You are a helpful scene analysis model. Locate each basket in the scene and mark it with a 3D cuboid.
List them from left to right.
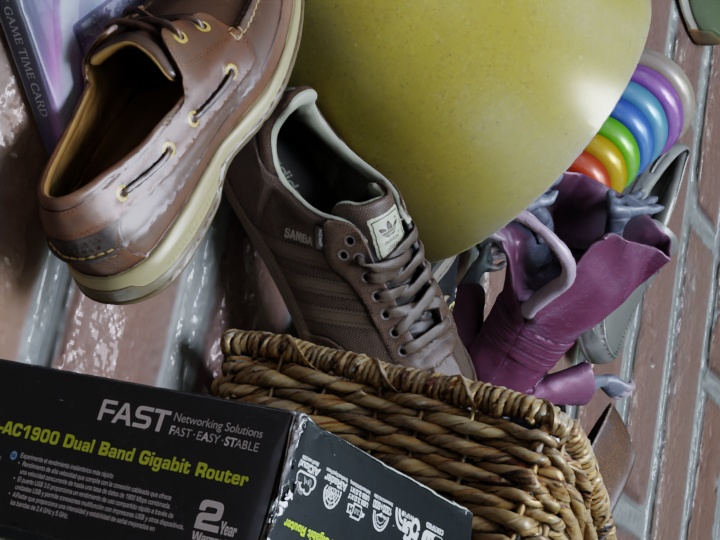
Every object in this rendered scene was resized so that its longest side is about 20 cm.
[{"bbox_3d":[0.026,0.124,0.815,0.142,0.198,0.151,21,80,-59],"label":"basket"}]

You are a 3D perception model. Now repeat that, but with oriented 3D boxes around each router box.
[{"bbox_3d":[-0.075,0.089,0.643,0.150,0.198,0.063,38,63,-54],"label":"router box"}]

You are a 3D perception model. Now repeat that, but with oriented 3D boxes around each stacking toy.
[{"bbox_3d":[0.175,-0.085,1.220,0.200,0.085,0.086,-48,131,-44],"label":"stacking toy"}]

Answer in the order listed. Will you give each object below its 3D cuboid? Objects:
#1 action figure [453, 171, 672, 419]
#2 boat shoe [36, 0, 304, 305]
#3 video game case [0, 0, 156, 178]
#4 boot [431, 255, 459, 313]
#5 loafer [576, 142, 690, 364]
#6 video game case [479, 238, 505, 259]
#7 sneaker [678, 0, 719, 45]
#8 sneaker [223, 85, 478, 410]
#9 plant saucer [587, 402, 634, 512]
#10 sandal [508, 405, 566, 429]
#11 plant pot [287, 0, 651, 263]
[{"bbox_3d":[0.113,0.037,1.037,0.149,0.133,0.201,-40,158,-58],"label":"action figure"},{"bbox_3d":[-0.082,-0.084,0.724,0.068,0.071,0.201,57,46,-48],"label":"boat shoe"},{"bbox_3d":[-0.115,-0.136,0.753,0.143,0.019,0.202,-50,134,-48],"label":"video game case"},{"bbox_3d":[0.026,0.062,0.959,0.201,0.072,0.152,-74,157,-49],"label":"boot"},{"bbox_3d":[0.211,-0.020,1.288,0.070,0.069,0.202,49,50,-50],"label":"loafer"},{"bbox_3d":[0.083,-0.139,1.104,0.200,0.023,0.184,55,45,-46],"label":"video game case"},{"bbox_3d":[0.323,-0.282,1.461,0.067,0.089,0.201,-65,143,-38],"label":"sneaker"},{"bbox_3d":[0.000,0.000,0.820,0.070,0.076,0.201,-36,88,-32],"label":"sneaker"},{"bbox_3d":[0.126,0.181,1.072,0.201,0.034,0.200,-59,172,-14],"label":"plant saucer"},{"bbox_3d":[0.091,0.149,1.081,0.200,0.074,0.045,-56,147,-48],"label":"sandal"},{"bbox_3d":[0.032,-0.126,0.876,0.142,0.199,0.201,39,53,-22],"label":"plant pot"}]
